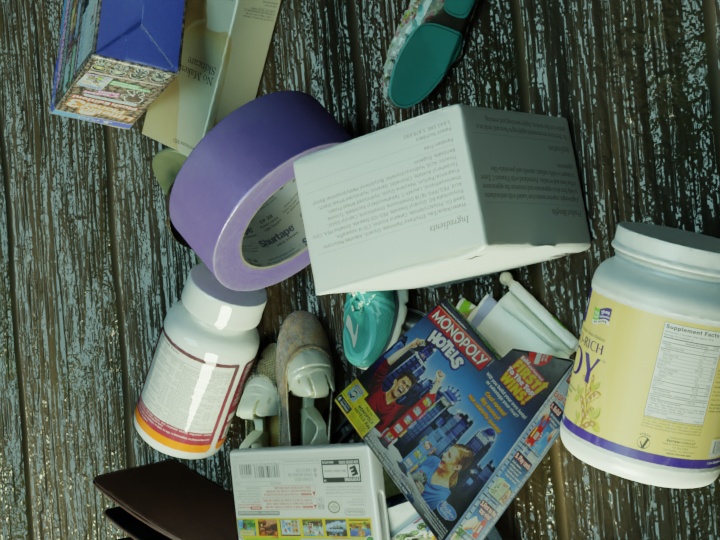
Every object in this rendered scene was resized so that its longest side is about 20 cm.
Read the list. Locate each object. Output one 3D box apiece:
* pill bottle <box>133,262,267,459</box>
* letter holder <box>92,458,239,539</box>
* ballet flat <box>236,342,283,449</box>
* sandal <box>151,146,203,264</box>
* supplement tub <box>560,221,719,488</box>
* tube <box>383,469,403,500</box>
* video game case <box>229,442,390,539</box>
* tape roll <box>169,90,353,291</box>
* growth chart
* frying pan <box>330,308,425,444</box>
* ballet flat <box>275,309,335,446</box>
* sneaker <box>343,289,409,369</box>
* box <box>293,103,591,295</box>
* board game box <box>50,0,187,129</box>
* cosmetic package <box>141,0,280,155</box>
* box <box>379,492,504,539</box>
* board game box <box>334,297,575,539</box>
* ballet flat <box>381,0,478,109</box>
[{"bbox_3d":[-0.176,0.100,1.544,0.109,0.109,0.201,36,118,30],"label":"pill bottle"},{"bbox_3d":[-0.203,0.306,1.562,0.199,0.142,0.102,23,105,34],"label":"letter holder"},{"bbox_3d":[-0.105,0.182,1.525,0.067,0.075,0.202,1,92,38],"label":"ballet flat"},{"bbox_3d":[-0.184,-0.052,1.582,0.080,0.057,0.202,-35,76,38],"label":"sandal"},{"bbox_3d":[0.260,0.070,1.199,0.144,0.145,0.202,18,102,35],"label":"supplement tub"},{"bbox_3d":[0.019,0.240,1.453,0.199,0.052,0.058,-33,35,36],"label":"tube"},{"bbox_3d":[-0.050,0.271,1.421,0.199,0.023,0.184,-9,87,40],"label":"video game case"},{"bbox_3d":[-0.091,-0.080,1.427,0.085,0.199,0.201,48,118,26],"label":"tape roll"},{"bbox_3d":[0.116,0.099,1.368,0.200,0.018,0.145,-48,66,19],"label":"growth chart"},{"bbox_3d":[0.015,0.110,1.463,0.189,0.031,0.116,-24,76,32],"label":"frying pan"},{"bbox_3d":[-0.052,0.145,1.482,0.067,0.067,0.202,-169,76,-67],"label":"ballet flat"},{"bbox_3d":[0.000,0.000,1.424,0.077,0.079,0.202,-3,82,40],"label":"sneaker"},{"bbox_3d":[0.078,-0.061,1.299,0.199,0.198,0.132,-15,82,36],"label":"box"},{"bbox_3d":[-0.269,-0.269,1.549,0.200,0.096,0.161,156,121,-63],"label":"board game box"},{"bbox_3d":[-0.168,-0.231,1.560,0.105,0.071,0.202,24,106,35],"label":"cosmetic package"},{"bbox_3d":[0.056,0.293,1.397,0.199,0.038,0.137,-26,95,38],"label":"box"},{"bbox_3d":[0.107,0.131,1.308,0.200,0.062,0.200,-41,51,2],"label":"board game box"},{"bbox_3d":[0.076,-0.257,1.388,0.201,0.075,0.064,-61,28,17],"label":"ballet flat"}]
